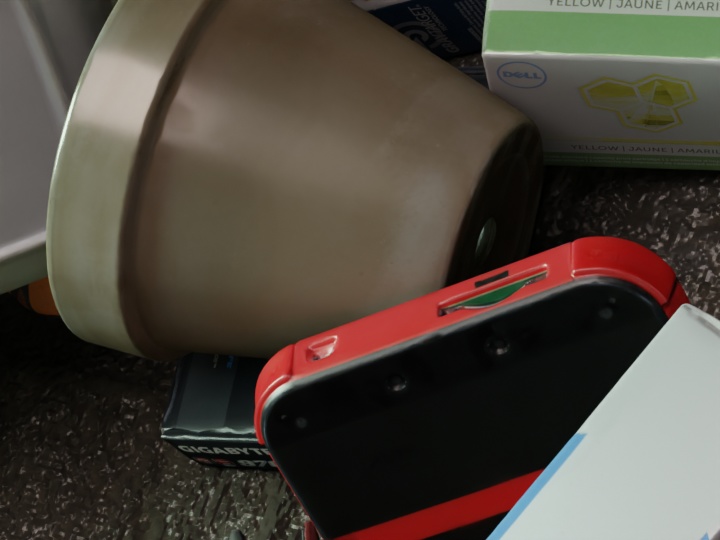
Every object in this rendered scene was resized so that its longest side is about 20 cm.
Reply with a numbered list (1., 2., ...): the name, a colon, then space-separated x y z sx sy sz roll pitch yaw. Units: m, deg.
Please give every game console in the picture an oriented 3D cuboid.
1. game console: 0.069 0.083 1.254 0.200 0.177 0.031 -20 29 22

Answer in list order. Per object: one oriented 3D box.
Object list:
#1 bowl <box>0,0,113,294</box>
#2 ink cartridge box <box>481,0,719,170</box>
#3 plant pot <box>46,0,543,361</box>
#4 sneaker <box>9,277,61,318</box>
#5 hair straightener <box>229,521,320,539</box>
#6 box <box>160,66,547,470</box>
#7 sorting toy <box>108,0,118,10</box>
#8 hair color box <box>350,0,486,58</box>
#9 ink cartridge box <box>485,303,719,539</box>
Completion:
1. bowl: -0.199 -0.067 1.318 0.199 0.200 0.075 -19 26 -5
2. ink cartridge box: 0.125 -0.110 1.271 0.145 0.200 0.048 3 65 11
3. plant pot: -0.018 -0.038 1.306 0.173 0.200 0.200 18 75 18
4. sneaker: -0.119 -0.050 1.458 0.200 0.078 0.112 -38 91 35
5. hair straightener: -0.049 0.189 1.288 0.077 0.041 0.200 -4 39 -2
6. box: 0.000 0.000 1.406 0.159 0.046 0.200 1 66 31
7. sorting toy: -0.117 -0.204 1.426 0.199 0.070 0.200 -36 26 13
8. hair color box: 0.057 -0.167 1.450 0.200 0.061 0.100 -12 60 26
9. ink cartridge box: 0.150 0.127 1.154 0.147 0.200 0.086 -50 50 -1
